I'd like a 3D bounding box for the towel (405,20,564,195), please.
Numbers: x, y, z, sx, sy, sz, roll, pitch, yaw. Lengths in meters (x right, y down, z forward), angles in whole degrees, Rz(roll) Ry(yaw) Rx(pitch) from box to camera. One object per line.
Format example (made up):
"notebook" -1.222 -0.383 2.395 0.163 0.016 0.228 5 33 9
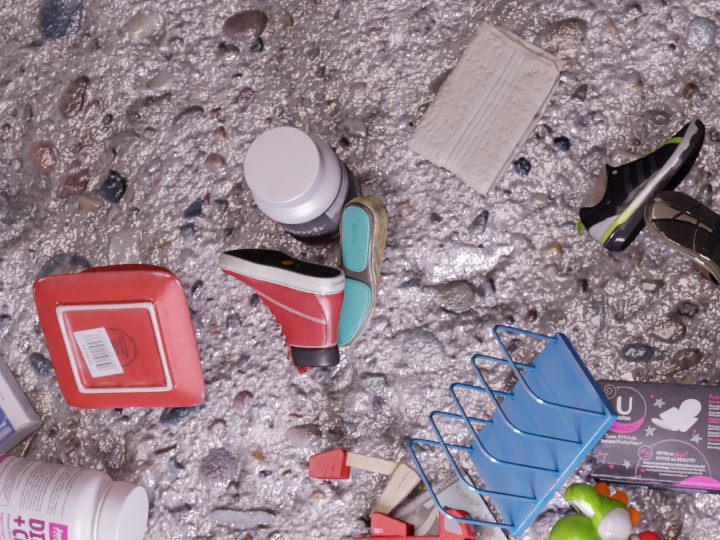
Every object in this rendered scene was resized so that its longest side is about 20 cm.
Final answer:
"towel" 0.161 -0.210 1.757 0.132 0.034 0.200 33 89 18

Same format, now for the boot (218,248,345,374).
"boot" -0.105 0.053 1.748 0.199 0.072 0.145 18 114 38

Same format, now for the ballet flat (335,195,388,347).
"ballet flat" 0.000 0.000 1.728 0.070 0.071 0.201 14 113 15

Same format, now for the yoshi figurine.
"yoshi figurine" 0.288 0.337 1.565 0.200 0.112 0.112 49 128 2

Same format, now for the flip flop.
"flip flop" 0.420 -0.021 1.642 0.200 0.058 0.081 34 77 -1

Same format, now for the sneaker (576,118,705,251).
"sneaker" 0.338 -0.116 1.678 0.083 0.072 0.200 39 89 19

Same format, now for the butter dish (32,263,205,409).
"butter dish" -0.291 0.062 1.756 0.198 0.148 0.201 -3 120 12

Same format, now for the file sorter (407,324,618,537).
"file sorter" 0.165 0.179 1.567 0.200 0.122 0.139 -56 40 26

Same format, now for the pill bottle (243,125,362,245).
"pill bottle" -0.072 -0.106 1.702 0.115 0.200 0.117 -3 78 13

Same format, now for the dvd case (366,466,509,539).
"dvd case" 0.118 0.360 1.659 0.146 0.022 0.200 -33 72 5

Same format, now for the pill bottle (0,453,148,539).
"pill bottle" -0.377 0.302 1.735 0.199 0.113 0.114 7 81 14

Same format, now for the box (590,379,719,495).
"box" 0.370 0.192 1.577 0.199 0.132 0.115 3 77 14

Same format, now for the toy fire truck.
"toy fire truck" 0.039 0.284 1.657 0.199 0.049 0.142 -4 77 13

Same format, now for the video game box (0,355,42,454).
"video game box" -0.552 0.188 1.835 0.200 0.047 0.182 -38 71 3
